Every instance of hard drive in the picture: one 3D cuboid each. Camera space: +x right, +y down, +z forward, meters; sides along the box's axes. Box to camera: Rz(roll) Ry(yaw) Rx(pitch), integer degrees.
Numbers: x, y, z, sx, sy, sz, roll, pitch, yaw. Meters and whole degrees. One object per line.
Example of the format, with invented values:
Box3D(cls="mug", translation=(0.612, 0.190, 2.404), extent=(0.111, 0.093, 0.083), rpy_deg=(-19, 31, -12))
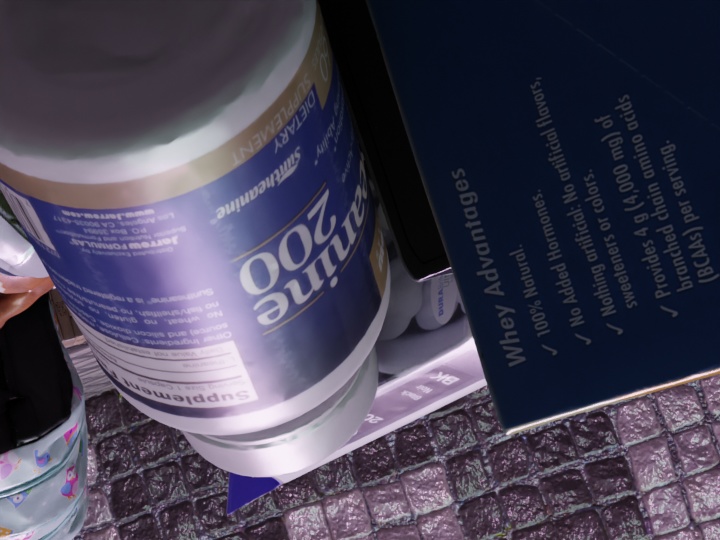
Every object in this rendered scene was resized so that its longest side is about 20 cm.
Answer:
Box3D(cls="hard drive", translation=(0.058, -0.078, 0.584), extent=(0.033, 0.141, 0.199), rpy_deg=(-23, 174, 33))

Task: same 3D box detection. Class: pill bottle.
Box3D(cls="pill bottle", translation=(-0.050, -0.016, 0.503), extent=(0.110, 0.112, 0.201), rpy_deg=(-18, 141, -1))

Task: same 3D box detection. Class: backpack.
Box3D(cls="backpack", translation=(-0.240, 0.087, 0.949), extent=(0.165, 0.128, 0.200), rpy_deg=(-20, -142, -17))

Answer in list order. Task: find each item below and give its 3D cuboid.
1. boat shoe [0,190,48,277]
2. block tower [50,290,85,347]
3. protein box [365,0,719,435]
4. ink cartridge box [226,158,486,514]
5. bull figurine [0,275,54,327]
Box3D(cls="boat shoe", translation=(-0.176, -0.039, 0.598), extent=(0.066, 0.074, 0.200), rpy_deg=(-14, 163, 10))
Box3D(cls="block tower", translation=(-0.268, 0.041, 1.217), extent=(0.198, 0.058, 0.054), rpy_deg=(-16, 175, -16))
Box3D(cls="protein box", translation=(0.124, -0.080, 0.459), extent=(0.199, 0.201, 0.134), rpy_deg=(-22, 174, 40))
Box3D(cls="ink cartridge box", translation=(-0.006, -0.015, 0.668), extent=(0.043, 0.200, 0.199), rpy_deg=(26, 140, -32))
Box3D(cls="bull figurine", translation=(-0.183, -0.010, 0.771), extent=(0.122, 0.065, 0.200), rpy_deg=(-51, 172, -9))
